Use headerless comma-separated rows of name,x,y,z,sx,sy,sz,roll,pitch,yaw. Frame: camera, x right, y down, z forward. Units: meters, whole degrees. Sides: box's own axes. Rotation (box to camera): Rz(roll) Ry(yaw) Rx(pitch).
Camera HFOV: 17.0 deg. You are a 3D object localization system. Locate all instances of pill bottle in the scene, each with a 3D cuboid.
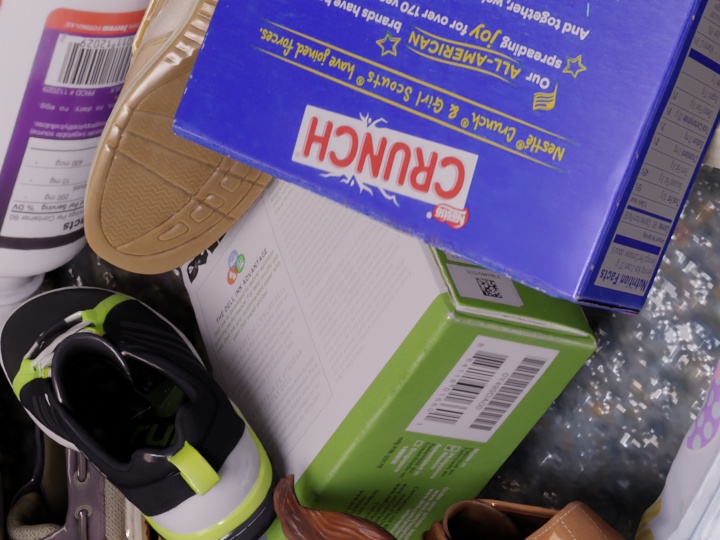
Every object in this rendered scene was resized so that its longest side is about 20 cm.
pill bottle,-0.160,-0.068,1.063,0.111,0.111,0.200,33,120,21

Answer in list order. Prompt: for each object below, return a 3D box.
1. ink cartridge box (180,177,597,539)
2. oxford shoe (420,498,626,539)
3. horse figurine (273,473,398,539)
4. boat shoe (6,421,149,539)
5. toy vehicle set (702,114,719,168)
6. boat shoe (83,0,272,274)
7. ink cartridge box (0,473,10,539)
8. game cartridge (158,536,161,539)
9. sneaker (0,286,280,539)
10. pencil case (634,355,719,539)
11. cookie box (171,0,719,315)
ink cartridge box,0.000,0.000,1.011,0.148,0.076,0.200,-54,40,33
oxford shoe,0.043,0.125,0.952,0.200,0.071,0.071,-24,99,53
horse figurine,0.016,0.174,0.911,0.132,0.050,0.201,-14,98,35
boat shoe,-0.134,0.118,1.119,0.072,0.065,0.201,-139,54,-57
toy vehicle set,0.165,-0.088,0.845,0.200,0.124,0.027,17,155,28
boat shoe,-0.056,-0.093,1.002,0.074,0.069,0.200,25,105,-19
ink cartridge box,-0.237,0.137,1.121,0.146,0.084,0.200,-4,127,0
game cartridge,-0.087,0.228,1.065,0.032,0.200,0.177,6,112,-7
sneaker,-0.099,0.043,0.988,0.200,0.072,0.083,34,164,47
pencil case,0.170,0.041,0.894,0.083,0.091,0.200,48,127,44
cookie box,0.050,-0.108,0.819,0.171,0.075,0.200,24,95,26
